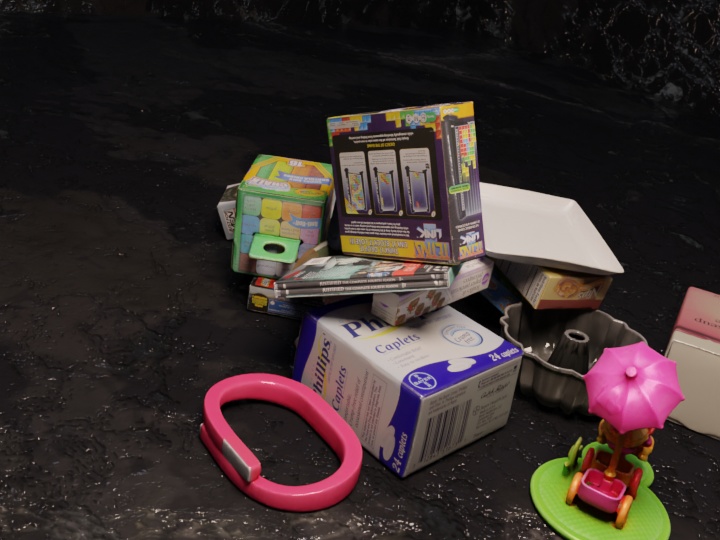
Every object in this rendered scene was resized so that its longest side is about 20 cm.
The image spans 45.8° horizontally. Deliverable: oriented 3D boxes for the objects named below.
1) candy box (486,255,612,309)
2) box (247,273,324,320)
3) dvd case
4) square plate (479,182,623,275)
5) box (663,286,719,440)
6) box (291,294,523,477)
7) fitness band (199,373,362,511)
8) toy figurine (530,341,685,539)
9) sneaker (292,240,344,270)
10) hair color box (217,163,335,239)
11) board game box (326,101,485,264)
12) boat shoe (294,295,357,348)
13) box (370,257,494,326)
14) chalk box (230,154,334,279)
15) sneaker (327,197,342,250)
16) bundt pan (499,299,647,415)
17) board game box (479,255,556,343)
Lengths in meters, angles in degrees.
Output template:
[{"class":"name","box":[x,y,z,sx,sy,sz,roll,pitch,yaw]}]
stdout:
[{"class":"candy box","box":[0.243,-0.024,1.190,0.113,0.056,0.201,1,33,-29]},{"class":"box","box":[-0.078,0.008,1.235,0.134,0.041,0.201,12,25,1]},{"class":"dvd case","box":[0.015,0.001,0.977,0.196,0.022,0.146,-3,11,14]},{"class":"square plate","box":[0.231,-0.056,1.149,0.194,0.029,0.201,9,31,-13]},{"class":"box","box":[0.467,0.120,1.121,0.126,0.111,0.200,20,26,20]},{"class":"box","box":[0.052,0.114,0.984,0.182,0.107,0.199,-14,33,-42]},{"class":"fitness band","box":[-0.084,0.175,0.893,0.142,0.038,0.199,-6,30,-36]},{"class":"toy figurine","box":[0.277,0.159,0.880,0.148,0.187,0.199,21,27,24]},{"class":"sneaker","box":[0.000,0.000,1.156,0.089,0.068,0.199,23,23,31]},{"class":"hair color box","box":[-0.122,-0.113,1.372,0.196,0.062,0.099,-11,24,7]},{"class":"board game box","box":[0.049,-0.099,0.972,0.056,0.169,0.198,-16,15,-37]},{"class":"boat shoe","box":[-0.019,0.029,1.083,0.069,0.071,0.200,43,72,13]},{"class":"box","box":[0.090,0.019,1.031,0.041,0.039,0.198,28,29,34]},{"class":"chalk box","box":[-0.108,-0.067,1.186,0.122,0.126,0.201,9,25,0]},{"class":"sneaker","box":[0.001,-0.071,1.151,0.081,0.075,0.200,16,16,-1]},{"class":"bundt pan","box":[0.269,0.116,1.095,0.197,0.077,0.203,8,26,-4]},{"class":"board game box","box":[0.227,0.011,1.269,0.151,0.037,0.201,41,24,-7]}]
